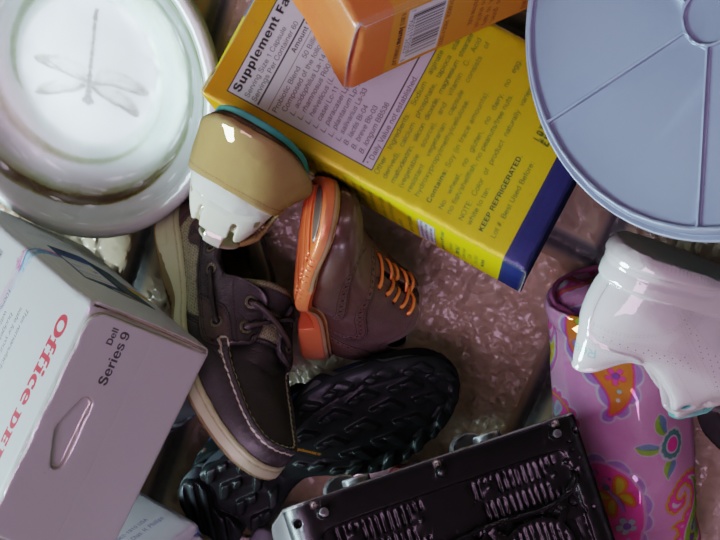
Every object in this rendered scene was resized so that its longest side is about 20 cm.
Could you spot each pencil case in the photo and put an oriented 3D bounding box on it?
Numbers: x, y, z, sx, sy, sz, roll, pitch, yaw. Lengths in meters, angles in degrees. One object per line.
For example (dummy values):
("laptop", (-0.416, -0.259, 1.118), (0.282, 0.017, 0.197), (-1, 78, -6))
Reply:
("pencil case", (0.159, 0.098, 0.961), (0.086, 0.087, 0.202), (-2, 111, 20))

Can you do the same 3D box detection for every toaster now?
("toaster", (0.061, 0.197, 0.916), (0.179, 0.119, 0.202), (-17, 83, -13))

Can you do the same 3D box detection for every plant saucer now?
("plant saucer", (-0.171, -0.122, 1.002), (0.198, 0.050, 0.202), (7, 114, 16))

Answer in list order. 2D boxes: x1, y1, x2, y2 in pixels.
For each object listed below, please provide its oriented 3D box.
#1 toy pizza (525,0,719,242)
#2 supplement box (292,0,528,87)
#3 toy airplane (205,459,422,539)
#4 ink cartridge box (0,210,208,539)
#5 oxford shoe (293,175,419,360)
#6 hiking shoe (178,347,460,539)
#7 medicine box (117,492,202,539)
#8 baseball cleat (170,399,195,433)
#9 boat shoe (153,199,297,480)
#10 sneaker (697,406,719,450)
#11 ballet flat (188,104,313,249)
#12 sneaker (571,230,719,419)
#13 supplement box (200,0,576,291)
("toy pizza", (0.165, -0.114, 0.737), (0.198, 0.032, 0.203), (-1, 89, 37))
("supplement box", (0.065, -0.169, 0.821), (0.067, 0.198, 0.069), (59, 162, 17))
("toy airplane", (0.015, 0.217, 1.023), (0.199, 0.141, 0.200), (-34, 97, 28))
("ink cartridge box", (-0.193, 0.064, 0.964), (0.087, 0.200, 0.147), (24, 94, -34))
("oxford shoe", (0.000, 0.000, 0.939), (0.072, 0.200, 0.072), (6, 71, 2))
("hiking shoe", (-0.029, 0.091, 1.019), (0.198, 0.087, 0.075), (-26, 114, 17))
("medicine box", (-0.187, 0.227, 1.062), (0.199, 0.103, 0.184), (21, 133, 40))
("baseball cleat", (-0.132, 0.086, 1.074), (0.198, 0.070, 0.107), (-2, 124, 25))
("boat shoe", (-0.072, 0.027, 0.969), (0.066, 0.202, 0.072), (-37, 141, 21))
("sneaker", (0.266, 0.149, 0.946), (0.200, 0.075, 0.079), (41, 121, 0))
("ballet flat", (-0.063, -0.041, 0.877), (0.068, 0.200, 0.063), (30, 87, 1))
("sneaker", (0.203, 0.047, 0.887), (0.198, 0.075, 0.089), (18, 105, -20))
("supplement box", (0.028, -0.087, 0.892), (0.199, 0.110, 0.110), (29, 86, 6))
